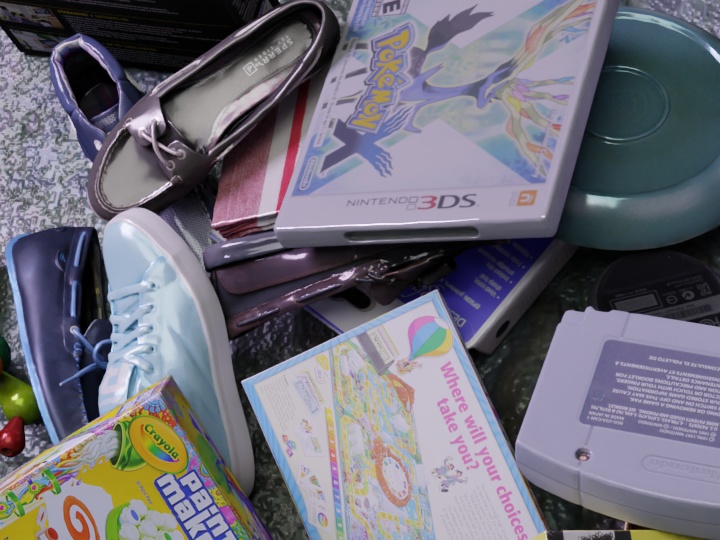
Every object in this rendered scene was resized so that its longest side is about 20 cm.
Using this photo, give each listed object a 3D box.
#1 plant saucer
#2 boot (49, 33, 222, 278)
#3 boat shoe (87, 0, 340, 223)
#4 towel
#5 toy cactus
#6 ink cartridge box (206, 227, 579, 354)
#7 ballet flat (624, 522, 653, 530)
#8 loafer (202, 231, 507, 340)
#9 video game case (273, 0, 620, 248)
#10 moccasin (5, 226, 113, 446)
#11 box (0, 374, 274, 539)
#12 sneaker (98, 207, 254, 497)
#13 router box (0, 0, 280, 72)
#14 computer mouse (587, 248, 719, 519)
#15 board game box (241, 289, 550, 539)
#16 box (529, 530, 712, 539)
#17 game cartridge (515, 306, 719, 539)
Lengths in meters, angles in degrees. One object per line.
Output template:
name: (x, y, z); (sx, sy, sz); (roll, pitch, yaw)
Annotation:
plant saucer: (0.162, -0.099, 1.674); (0.200, 0.027, 0.200); (-1, 52, 2)
boot: (-0.146, -0.063, 1.745); (0.073, 0.090, 0.200); (-35, 62, -1)
boat shoe: (-0.097, -0.107, 1.690); (0.200, 0.057, 0.067); (-40, 84, -8)
towel: (0.005, -0.093, 1.690); (0.200, 0.023, 0.144); (-10, 50, 23)
toy cactus: (-0.285, 0.050, 1.749); (0.200, 0.102, 0.165); (9, 51, 22)
ink cartridge box: (0.037, -0.039, 1.708); (0.198, 0.043, 0.200); (37, 79, 26)
ballet flat: (0.185, 0.160, 1.565); (0.069, 0.063, 0.200); (2, 67, 17)
loafer: (0.000, 0.000, 1.648); (0.200, 0.072, 0.063); (-9, 84, 18)
video game case: (0.055, -0.099, 1.631); (0.182, 0.022, 0.200); (-2, 50, 26)
moccasin: (-0.179, 0.050, 1.712); (0.068, 0.080, 0.200); (-19, 63, 2)
box: (-0.142, 0.199, 1.562); (0.192, 0.122, 0.200); (-31, 93, 1)
sneaker: (-0.129, 0.060, 1.648); (0.074, 0.082, 0.200); (-25, 84, 44)
router box: (-0.160, -0.188, 1.774); (0.200, 0.149, 0.051); (9, 70, 19)
computer mouse: (0.189, 0.071, 1.584); (0.138, 0.053, 0.200); (-11, 46, -2)
board game box: (0.029, 0.131, 1.609); (0.134, 0.034, 0.200); (-25, 78, 4)
box: (0.189, 0.186, 1.500); (0.200, 0.050, 0.075); (3, 70, -20)
game cartridge: (0.195, 0.090, 1.505); (0.200, 0.041, 0.133); (10, 45, 17)
